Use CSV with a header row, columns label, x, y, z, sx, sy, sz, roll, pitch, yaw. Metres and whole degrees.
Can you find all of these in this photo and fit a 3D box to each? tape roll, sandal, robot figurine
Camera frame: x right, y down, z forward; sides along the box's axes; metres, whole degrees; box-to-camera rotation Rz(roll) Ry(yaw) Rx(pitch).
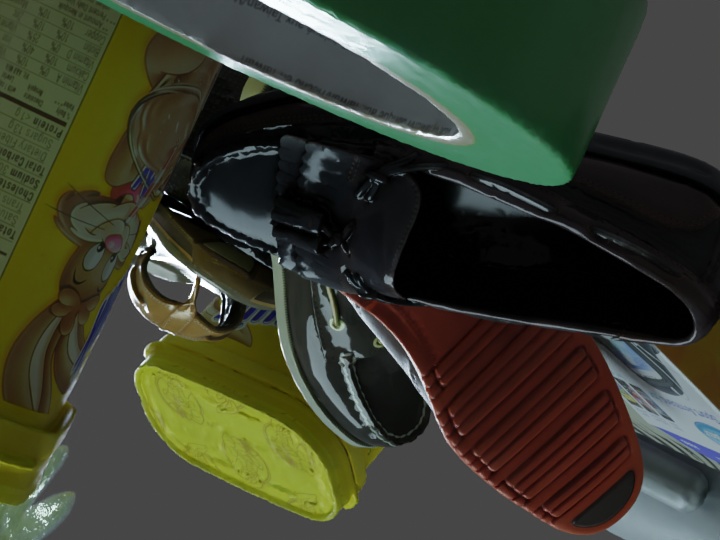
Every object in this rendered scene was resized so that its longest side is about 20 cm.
label,x,y,z,sx,sy,sz,roll,pitch,yaw
tape roll,-0.029,-0.084,0.454,0.199,0.048,0.200,25,178,1
sandal,-0.089,0.006,0.927,0.080,0.054,0.200,29,173,-19
robot figurine,0.189,0.109,1.036,0.199,0.114,0.169,25,-174,33

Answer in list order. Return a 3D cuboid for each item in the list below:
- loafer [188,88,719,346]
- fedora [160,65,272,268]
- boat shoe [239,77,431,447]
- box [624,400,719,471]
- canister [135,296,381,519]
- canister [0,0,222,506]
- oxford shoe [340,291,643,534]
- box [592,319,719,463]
label,x,y,z,sx,sy,sz,roll,pitch,yaw
loafer,0.031,-0.017,0.628,0.199,0.072,0.063,8,-140,11
fedora,-0.044,-0.051,0.962,0.200,0.092,0.201,27,174,3
boat shoe,0.000,0.000,0.837,0.060,0.072,0.202,12,128,45
box,0.137,0.030,0.894,0.199,0.083,0.068,26,164,-7
canister,-0.015,0.036,1.093,0.148,0.200,0.087,19,141,33
canister,-0.110,-0.032,0.644,0.086,0.201,0.149,25,179,-5
oxford shoe,0.043,0.022,0.751,0.200,0.071,0.073,51,-179,-8
box,0.105,0.011,0.740,0.200,0.042,0.119,42,173,-19
